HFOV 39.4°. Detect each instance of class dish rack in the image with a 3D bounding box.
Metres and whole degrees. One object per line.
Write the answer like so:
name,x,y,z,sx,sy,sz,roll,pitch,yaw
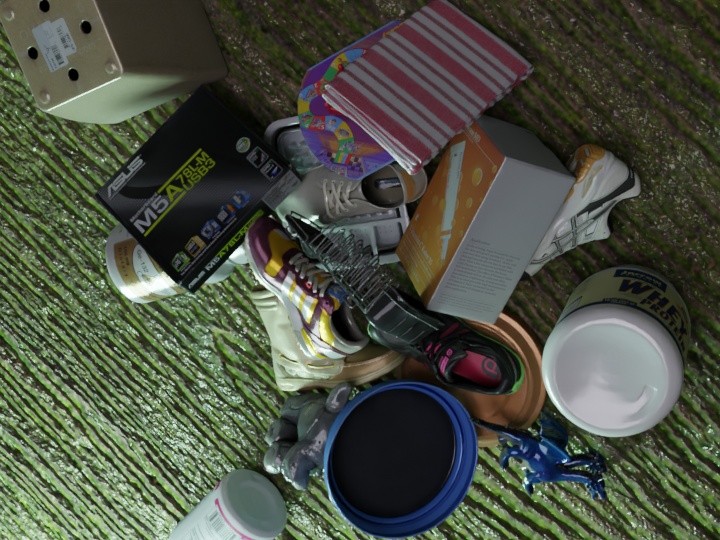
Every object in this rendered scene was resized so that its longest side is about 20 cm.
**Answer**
dish rack,-0.023,-0.104,1.261,0.171,0.044,0.200,-7,104,24
dish rack,0.000,0.000,1.165,0.055,0.153,0.200,-44,66,6

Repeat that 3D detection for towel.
towel,0.076,-0.210,1.119,0.146,0.200,0.030,43,159,16

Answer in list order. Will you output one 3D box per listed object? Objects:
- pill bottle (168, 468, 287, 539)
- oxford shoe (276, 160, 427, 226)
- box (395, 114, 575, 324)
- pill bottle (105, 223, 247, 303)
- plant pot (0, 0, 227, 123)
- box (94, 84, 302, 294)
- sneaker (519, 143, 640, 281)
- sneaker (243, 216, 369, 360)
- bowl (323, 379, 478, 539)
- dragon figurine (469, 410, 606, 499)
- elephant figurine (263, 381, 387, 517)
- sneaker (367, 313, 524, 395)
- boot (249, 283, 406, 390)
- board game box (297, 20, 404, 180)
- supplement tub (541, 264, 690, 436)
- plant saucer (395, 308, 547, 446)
pill bottle,-0.206,0.386,1.453,0.113,0.113,0.200,45,117,2
oxford shoe,-0.018,-0.093,1.208,0.200,0.058,0.075,-8,105,25
box,0.137,-0.060,1.151,0.097,0.124,0.200,13,117,-25
pill bottle,-0.224,-0.033,1.322,0.200,0.114,0.114,-16,101,25
plant pot,-0.318,-0.291,1.239,0.200,0.177,0.200,-17,100,24
box,-0.203,-0.103,1.246,0.200,0.048,0.193,-46,64,-1
sneaker,0.244,-0.048,1.159,0.088,0.076,0.200,25,128,-13
sneaker,-0.059,0.016,1.205,0.090,0.075,0.200,-14,116,41
bowl,0.048,0.231,1.250,0.200,0.039,0.201,-3,98,-19
dragon figurine,0.223,0.216,1.240,0.099,0.059,0.200,-34,110,24
elephant figurine,-0.016,0.245,1.330,0.200,0.142,0.155,34,163,-28
sneaker,0.103,0.093,1.214,0.200,0.084,0.077,21,100,12
boot,-0.046,0.072,1.309,0.200,0.073,0.156,-9,103,35
board game box,0.017,-0.206,1.162,0.200,0.039,0.158,-28,73,6
supplement tub,0.288,0.080,1.112,0.145,0.200,0.145,7,109,19
plant saucer,0.139,0.134,1.282,0.200,0.032,0.201,6,109,19
